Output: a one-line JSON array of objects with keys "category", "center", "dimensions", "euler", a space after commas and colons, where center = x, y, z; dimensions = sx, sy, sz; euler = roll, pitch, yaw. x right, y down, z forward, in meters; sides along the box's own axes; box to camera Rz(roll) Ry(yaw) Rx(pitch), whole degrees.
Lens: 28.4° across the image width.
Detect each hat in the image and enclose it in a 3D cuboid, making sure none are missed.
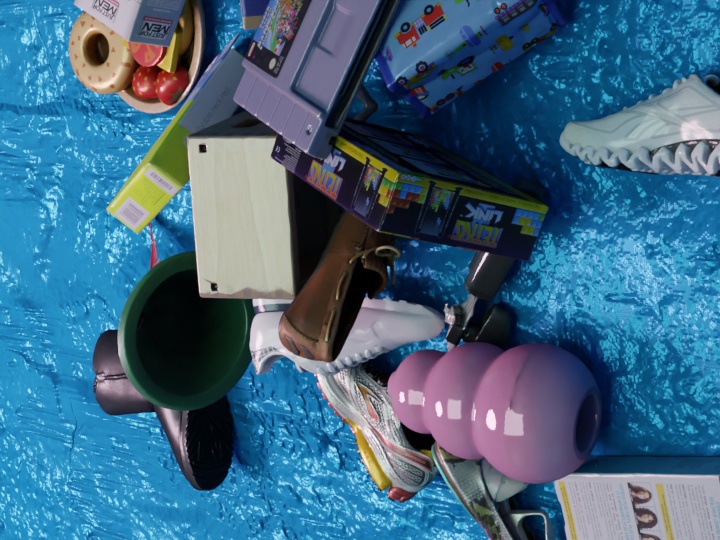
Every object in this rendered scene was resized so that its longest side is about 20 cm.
[{"category": "hat", "center": [-0.221, 0.050, 1.618], "dimensions": [0.166, 0.201, 0.176], "euler": [43, 162, -27]}]

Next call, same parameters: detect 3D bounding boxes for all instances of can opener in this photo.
[{"category": "can opener", "center": [0.128, 0.005, 1.319], "dimensions": [0.066, 0.053, 0.201], "euler": [20, 125, -2]}]

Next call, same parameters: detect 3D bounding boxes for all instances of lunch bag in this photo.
[{"category": "lunch bag", "center": [0.059, -0.261, 1.219], "dimensions": [0.150, 0.094, 0.201], "euler": [-32, 68, 13]}]

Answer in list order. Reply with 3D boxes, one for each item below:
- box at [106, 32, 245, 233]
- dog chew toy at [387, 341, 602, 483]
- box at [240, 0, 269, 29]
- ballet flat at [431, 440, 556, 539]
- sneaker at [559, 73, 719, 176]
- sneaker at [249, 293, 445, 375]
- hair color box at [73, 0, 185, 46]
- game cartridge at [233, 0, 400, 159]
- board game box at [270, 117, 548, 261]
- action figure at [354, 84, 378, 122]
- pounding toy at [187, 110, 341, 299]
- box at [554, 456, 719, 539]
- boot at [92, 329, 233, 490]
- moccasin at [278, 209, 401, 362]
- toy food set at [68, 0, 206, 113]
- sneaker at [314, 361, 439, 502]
[{"category": "box", "center": [-0.177, -0.141, 1.466], "dimensions": [0.048, 0.201, 0.122], "euler": [37, 144, -12]}, {"category": "dog chew toy", "center": [0.115, 0.121, 1.296], "dimensions": [0.199, 0.124, 0.126], "euler": [8, 110, 31]}, {"category": "box", "center": [-0.107, -0.341, 1.374], "dimensions": [0.032, 0.121, 0.202], "euler": [-6, 106, -1]}, {"category": "ballet flat", "center": [0.145, 0.237, 1.372], "dimensions": [0.071, 0.069, 0.201], "euler": [-30, 87, 27]}, {"category": "sneaker", "center": [0.252, -0.116, 1.143], "dimensions": [0.199, 0.075, 0.082], "euler": [6, 95, 40]}, {"category": "sneaker", "center": [-0.013, 0.065, 1.405], "dimensions": [0.198, 0.076, 0.081], "euler": [-1, 78, 19]}, {"category": "hair color box", "center": [-0.213, -0.342, 1.451], "dimensions": [0.099, 0.060, 0.201], "euler": [35, 112, 33]}, {"category": "game cartridge", "center": [-0.032, -0.210, 1.205], "dimensions": [0.129, 0.038, 0.201], "euler": [36, 106, 39]}, {"category": "board game box", "center": [0.039, -0.078, 1.243], "dimensions": [0.200, 0.164, 0.057], "euler": [37, 111, 53]}, {"category": "action figure", "center": [-0.025, -0.236, 1.367], "dimensions": [0.194, 0.104, 0.200], "euler": [61, 163, 18]}, {"category": "pounding toy", "center": [-0.102, -0.061, 1.424], "dimensions": [0.141, 0.200, 0.186], "euler": [2, 106, 16]}, {"category": "box", "center": [0.268, 0.208, 1.246], "dimensions": [0.199, 0.049, 0.083], "euler": [-7, 100, 45]}, {"category": "boot", "center": [-0.239, 0.163, 1.694], "dimensions": [0.167, 0.076, 0.202], "euler": [-9, 91, 41]}, {"category": "moccasin", "center": [0.000, -0.001, 1.341], "dimensions": [0.077, 0.202, 0.074], "euler": [18, 146, 24]}, {"category": "toy food set", "center": [-0.244, -0.273, 1.564], "dimensions": [0.199, 0.048, 0.199], "euler": [32, 121, 34]}, {"category": "sneaker", "center": [0.023, 0.130, 1.449], "dimensions": [0.082, 0.078, 0.201], "euler": [-37, 79, 26]}]
